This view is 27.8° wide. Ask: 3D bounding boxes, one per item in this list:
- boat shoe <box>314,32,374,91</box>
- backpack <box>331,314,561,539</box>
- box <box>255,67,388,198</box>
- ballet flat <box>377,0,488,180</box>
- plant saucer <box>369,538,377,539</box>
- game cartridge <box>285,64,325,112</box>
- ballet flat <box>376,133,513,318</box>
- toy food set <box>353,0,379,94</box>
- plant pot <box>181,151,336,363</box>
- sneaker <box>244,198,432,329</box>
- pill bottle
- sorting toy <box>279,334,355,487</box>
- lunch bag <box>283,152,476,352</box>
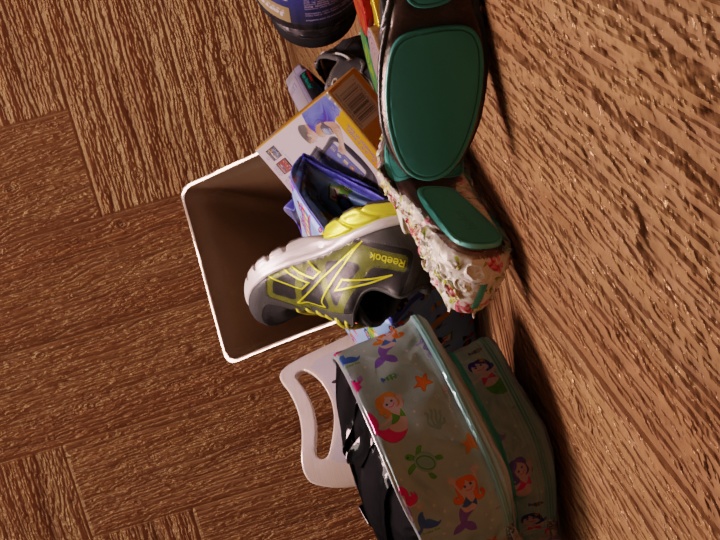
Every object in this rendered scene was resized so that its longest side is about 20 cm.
[{"bbox_3d":[0.002,-0.168,1.386,0.200,0.067,0.073,-114,10,-59],"label":"boat shoe"},{"bbox_3d":[0.057,0.132,1.049,0.201,0.149,0.178,66,178,-50],"label":"backpack"},{"bbox_3d":[-0.018,-0.092,1.280,0.119,0.041,0.200,50,152,-7],"label":"box"},{"bbox_3d":[0.041,-0.156,0.859,0.069,0.067,0.202,-91,-1,-62],"label":"ballet flat"},{"bbox_3d":[0.088,0.307,1.153,0.199,0.049,0.200,32,-177,-8],"label":"plant saucer"},{"bbox_3d":[-0.009,-0.130,1.436,0.130,0.038,0.200,44,-170,-27],"label":"game cartridge"},{"bbox_3d":[0.051,-0.039,1.020,0.201,0.075,0.065,-108,21,-55],"label":"ballet flat"},{"bbox_3d":[0.025,-0.193,1.028,0.200,0.048,0.200,-117,12,-72],"label":"toy food set"},{"bbox_3d":[-0.046,-0.028,1.596,0.176,0.199,0.202,-4,-105,-57],"label":"plant pot"},{"bbox_3d":[-0.021,0.013,1.130,0.199,0.074,0.086,-32,71,46],"label":"sneaker"},{"bbox_3d":[-0.048,-0.284,1.291,0.200,0.111,0.113,84,170,-69],"label":"pill bottle"},{"bbox_3d":[0.022,0.119,1.345,0.107,0.178,0.202,80,173,-59],"label":"sorting toy"},{"bbox_3d":[0.000,0.000,1.260,0.200,0.094,0.151,40,158,29],"label":"lunch bag"}]
